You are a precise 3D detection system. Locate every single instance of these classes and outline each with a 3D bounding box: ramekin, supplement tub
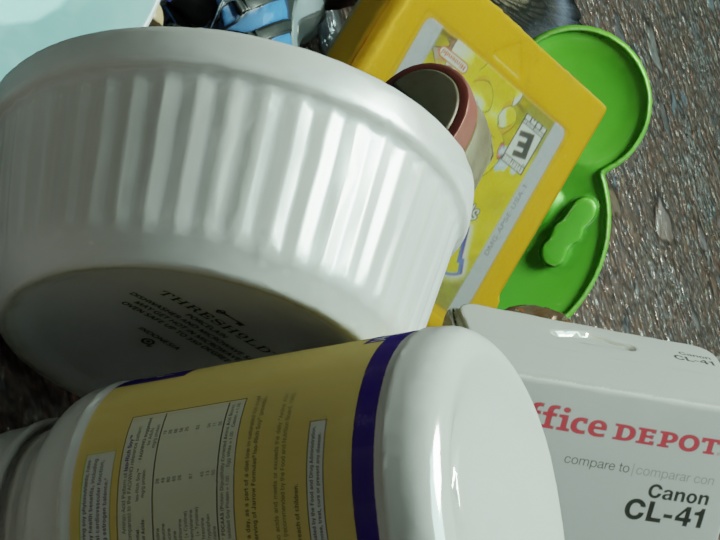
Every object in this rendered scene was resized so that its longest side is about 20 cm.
[{"bbox_3d":[-0.060,-0.007,1.021,0.202,0.202,0.094,48,45,-52],"label":"ramekin"},{"bbox_3d":[-0.037,0.106,0.957,0.145,0.200,0.145,-10,90,-68],"label":"supplement tub"}]

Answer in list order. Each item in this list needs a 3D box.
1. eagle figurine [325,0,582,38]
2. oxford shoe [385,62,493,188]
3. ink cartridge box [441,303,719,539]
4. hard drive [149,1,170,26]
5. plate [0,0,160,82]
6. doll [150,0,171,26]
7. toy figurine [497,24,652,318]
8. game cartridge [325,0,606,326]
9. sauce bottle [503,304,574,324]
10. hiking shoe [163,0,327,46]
[{"bbox_3d":[0.042,-0.180,1.416,0.152,0.151,0.200,59,-8,31],"label":"eagle figurine"},{"bbox_3d":[0.000,0.000,1.205,0.070,0.200,0.075,36,-6,36],"label":"oxford shoe"},{"bbox_3d":[0.093,0.132,1.250,0.086,0.148,0.200,-111,-148,-67],"label":"ink cartridge box"},{"bbox_3d":[-0.069,-0.059,1.274,0.132,0.027,0.200,-86,152,-44],"label":"hard drive"},{"bbox_3d":[-0.154,-0.168,1.053,0.200,0.026,0.200,10,76,-49],"label":"plate"},{"bbox_3d":[-0.080,-0.217,1.148,0.136,0.048,0.200,29,86,-30],"label":"doll"},{"bbox_3d":[0.072,-0.054,1.451,0.150,0.200,0.184,40,1,-5],"label":"toy figurine"},{"bbox_3d":[0.027,-0.039,1.279,0.176,0.032,0.200,35,80,-45],"label":"game cartridge"},{"bbox_3d":[0.073,0.099,1.363,0.200,0.066,0.066,104,-10,-50],"label":"sauce bottle"},{"bbox_3d":[-0.062,-0.095,1.198,0.087,0.074,0.200,35,35,-39],"label":"hiking shoe"}]
